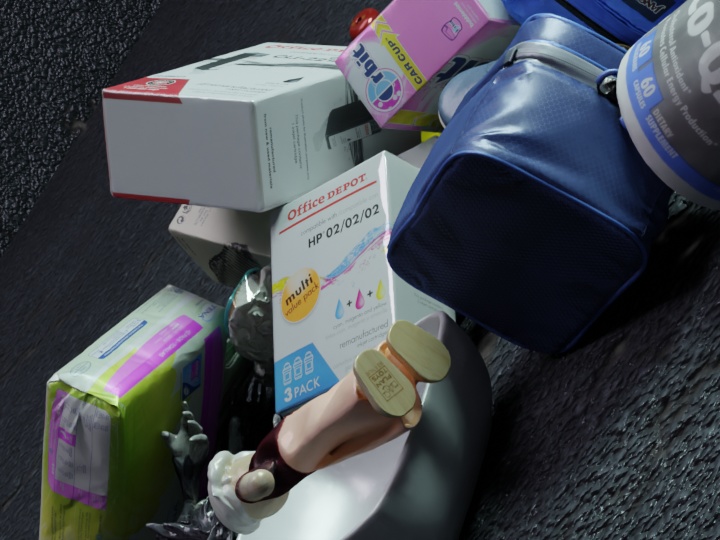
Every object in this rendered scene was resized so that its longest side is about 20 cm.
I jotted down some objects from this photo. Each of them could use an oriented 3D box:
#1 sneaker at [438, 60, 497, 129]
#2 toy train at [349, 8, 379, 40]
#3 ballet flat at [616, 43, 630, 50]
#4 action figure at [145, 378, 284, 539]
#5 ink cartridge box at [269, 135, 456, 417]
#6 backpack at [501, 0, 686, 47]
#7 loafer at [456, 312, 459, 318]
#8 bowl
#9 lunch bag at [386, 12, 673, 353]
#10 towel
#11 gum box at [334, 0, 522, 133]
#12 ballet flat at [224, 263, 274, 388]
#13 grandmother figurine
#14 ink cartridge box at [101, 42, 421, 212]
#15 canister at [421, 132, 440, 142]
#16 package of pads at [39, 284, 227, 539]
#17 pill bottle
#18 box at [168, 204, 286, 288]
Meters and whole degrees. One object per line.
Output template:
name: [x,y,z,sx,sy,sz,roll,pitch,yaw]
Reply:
sneaker: [0.119,-0.117,1.520,0.200,0.084,0.075,5,70,41]
toy train: [0.042,-0.190,2.101,0.200,0.085,0.116,-51,25,7]
ballet flat: [0.122,-0.068,1.598,0.200,0.069,0.063,-53,0,-5]
action figure: [-0.082,0.137,1.657,0.200,0.119,0.102,-67,-24,-61]
ink cartridge box: [0.000,0.000,1.616,0.115,0.068,0.200,-27,52,35]
backpack: [0.181,-0.235,1.601,0.200,0.162,0.168,-44,21,29]
loafer: [0.068,-0.035,1.681,0.200,0.063,0.072,-57,17,-15]
bowl: [0.005,0.140,1.458,0.200,0.075,0.200,-42,19,41]
lunch bag: [0.115,-0.060,1.406,0.132,0.136,0.200,-62,5,-31]
towel: [-0.111,0.100,1.868,0.153,0.023,0.200,-56,-7,-49]
gum box: [0.087,-0.158,1.712,0.113,0.066,0.200,-44,-22,25]
ballet flat: [-0.051,0.047,1.741,0.072,0.072,0.200,-56,-12,-9]
grandmother figurine: [-0.032,0.104,1.415,0.121,0.061,0.200,-29,-9,-43]
ink cartridge box: [-0.069,-0.109,1.736,0.144,0.084,0.200,7,18,35]
canister: [0.023,-0.093,1.913,0.149,0.086,0.200,-52,16,4]
package of pads: [-0.165,0.132,1.709,0.154,0.068,0.200,-42,-33,-49]
pill bottle: [0.240,-0.126,1.266,0.200,0.114,0.114,-40,20,43]
box: [-0.041,-0.017,1.767,0.200,0.082,0.068,15,67,40]
